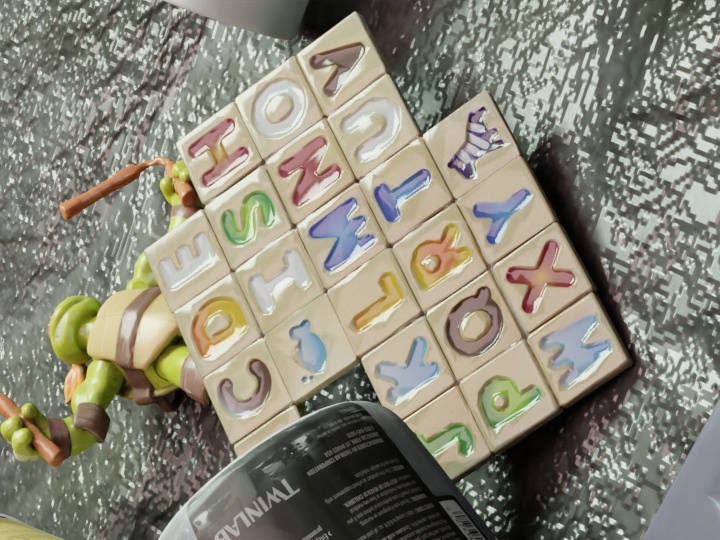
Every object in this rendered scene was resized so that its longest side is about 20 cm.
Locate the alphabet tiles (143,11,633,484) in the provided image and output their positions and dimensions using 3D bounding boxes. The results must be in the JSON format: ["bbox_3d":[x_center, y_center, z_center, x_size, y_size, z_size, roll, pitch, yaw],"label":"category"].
[{"bbox_3d":[0.000,0.000,1.193,0.167,0.008,0.201,-35,63,17],"label":"alphabet tiles"}]

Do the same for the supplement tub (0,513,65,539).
[{"bbox_3d":[-0.130,0.190,1.242,0.199,0.145,0.147,14,91,49],"label":"supplement tub"}]

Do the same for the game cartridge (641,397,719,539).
[{"bbox_3d":[0.164,0.088,1.027,0.130,0.038,0.201,45,114,49],"label":"game cartridge"}]

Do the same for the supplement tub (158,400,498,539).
[{"bbox_3d":[0.020,0.157,1.078,0.200,0.122,0.123,52,120,21],"label":"supplement tub"}]

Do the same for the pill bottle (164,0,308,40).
[{"bbox_3d":[-0.034,-0.207,1.261,0.111,0.111,0.201,29,103,47],"label":"pill bottle"}]

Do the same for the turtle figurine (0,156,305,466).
[{"bbox_3d":[-0.090,0.037,1.288,0.161,0.064,0.201,3,52,42],"label":"turtle figurine"}]
